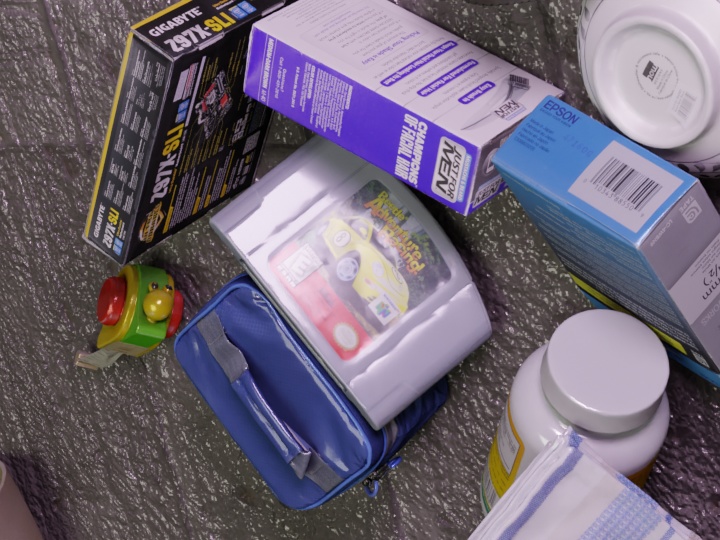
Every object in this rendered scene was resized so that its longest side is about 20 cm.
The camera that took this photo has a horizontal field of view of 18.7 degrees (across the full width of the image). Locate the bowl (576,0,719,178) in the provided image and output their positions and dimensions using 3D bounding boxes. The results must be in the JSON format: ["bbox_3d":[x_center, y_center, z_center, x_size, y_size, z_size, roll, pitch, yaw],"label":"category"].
[{"bbox_3d":[0.207,-0.134,1.390,0.200,0.094,0.201,21,126,31],"label":"bowl"}]

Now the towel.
[{"bbox_3d":[0.161,0.217,1.463,0.200,0.024,0.147,40,93,-16],"label":"towel"}]

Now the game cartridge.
[{"bbox_3d":[0.000,0.000,1.621,0.200,0.133,0.041,51,168,1],"label":"game cartridge"}]

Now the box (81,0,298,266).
[{"bbox_3d":[-0.124,-0.118,1.634,0.049,0.160,0.200,36,133,20],"label":"box"}]

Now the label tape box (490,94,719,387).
[{"bbox_3d":[0.189,-0.013,1.455,0.143,0.066,0.200,35,171,43],"label":"label tape box"}]

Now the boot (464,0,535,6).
[{"bbox_3d":[0.082,-0.249,1.412,0.200,0.077,0.139,21,124,58],"label":"boot"}]

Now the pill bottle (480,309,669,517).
[{"bbox_3d":[0.153,0.115,1.532,0.113,0.113,0.200,38,149,18],"label":"pill bottle"}]

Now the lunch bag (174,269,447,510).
[{"bbox_3d":[-0.040,0.088,1.700,0.200,0.132,0.136,53,136,4],"label":"lunch bag"}]

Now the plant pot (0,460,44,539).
[{"bbox_3d":[-0.360,0.316,2.089,0.187,0.187,0.200,-12,120,43],"label":"plant pot"}]

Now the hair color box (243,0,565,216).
[{"bbox_3d":[0.029,-0.125,1.536,0.200,0.109,0.065,29,130,26],"label":"hair color box"}]

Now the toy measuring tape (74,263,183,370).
[{"bbox_3d":[-0.200,0.037,1.868,0.074,0.073,0.200,59,153,-3],"label":"toy measuring tape"}]
